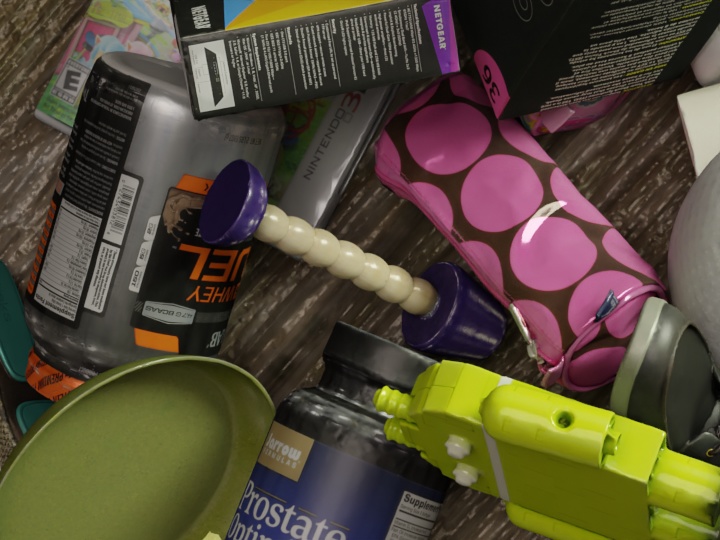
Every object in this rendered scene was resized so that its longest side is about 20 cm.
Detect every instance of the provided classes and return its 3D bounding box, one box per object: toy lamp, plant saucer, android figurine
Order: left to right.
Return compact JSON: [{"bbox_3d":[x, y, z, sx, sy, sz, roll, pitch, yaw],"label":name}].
[{"bbox_3d":[-0.138,0.126,1.491,0.200,0.200,0.031,-47,49,2],"label":"plant saucer"},{"bbox_3d":[0.000,0.000,1.483,0.199,0.058,0.059,26,88,-28],"label":"toy lamp"},{"bbox_3d":[0.102,0.104,1.389,0.198,0.182,0.041,18,70,13],"label":"android figurine"}]

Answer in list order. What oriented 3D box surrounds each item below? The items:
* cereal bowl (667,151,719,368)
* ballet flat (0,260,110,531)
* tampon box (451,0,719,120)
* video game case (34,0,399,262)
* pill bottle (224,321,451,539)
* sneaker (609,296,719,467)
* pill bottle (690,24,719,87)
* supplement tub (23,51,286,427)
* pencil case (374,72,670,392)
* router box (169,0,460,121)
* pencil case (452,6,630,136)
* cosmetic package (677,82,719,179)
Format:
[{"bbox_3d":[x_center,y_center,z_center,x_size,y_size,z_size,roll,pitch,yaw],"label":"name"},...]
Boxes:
[{"bbox_3d":[0.270,0.012,1.414,0.198,0.084,0.202,1,118,2],"label":"cereal bowl"},{"bbox_3d":[-0.216,0.086,1.573,0.075,0.068,0.201,-38,70,27],"label":"ballet flat"},{"bbox_3d":[0.129,-0.201,1.389,0.125,0.200,0.151,-13,70,-20],"label":"tampon box"},{"bbox_3d":[-0.077,-0.131,1.586,0.199,0.022,0.183,28,89,14],"label":"video game case"},{"bbox_3d":[-0.013,0.138,1.492,0.111,0.112,0.201,21,88,13],"label":"pill bottle"},{"bbox_3d":[0.202,0.083,1.389,0.106,0.200,0.075,16,68,23],"label":"sneaker"},{"bbox_3d":[0.216,-0.216,1.489,0.111,0.111,0.202,-20,79,9],"label":"pill bottle"},{"bbox_3d":[-0.126,-0.018,1.516,0.122,0.122,0.202,20,102,13],"label":"supplement tub"},{"bbox_3d":[0.087,-0.022,1.481,0.093,0.091,0.200,-32,59,-15],"label":"pencil case"},{"bbox_3d":[-0.032,-0.142,1.454,0.148,0.200,0.052,-10,107,-4],"label":"router box"},{"bbox_3d":[0.090,-0.174,1.524,0.087,0.087,0.201,-31,77,6],"label":"pencil case"},{"bbox_3d":[0.291,-0.075,1.476,0.198,0.071,0.106,-14,82,10],"label":"cosmetic package"}]
